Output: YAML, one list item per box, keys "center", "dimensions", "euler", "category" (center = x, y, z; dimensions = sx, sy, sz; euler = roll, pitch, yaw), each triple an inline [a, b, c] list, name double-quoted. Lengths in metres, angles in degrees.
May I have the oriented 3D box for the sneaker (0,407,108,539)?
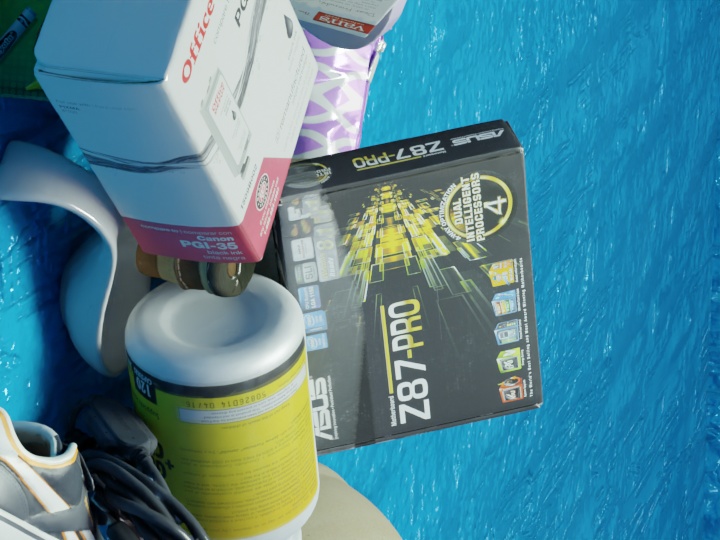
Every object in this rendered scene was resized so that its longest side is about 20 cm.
- center: [-0.186, 0.136, 1.547]
  dimensions: [0.200, 0.078, 0.079]
  euler: [53, 52, -63]
  category: "sneaker"

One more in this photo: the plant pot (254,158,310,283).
- center: [0.000, 0.000, 1.815]
  dimensions: [0.200, 0.183, 0.200]
  euler: [-8, 90, -90]
  category: "plant pot"

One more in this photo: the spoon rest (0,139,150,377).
- center: [-0.160, -0.007, 1.615]
  dimensions: [0.200, 0.061, 0.099]
  euler: [64, 36, -58]
  category: "spoon rest"

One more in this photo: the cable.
- center: [-0.128, 0.172, 1.611]
  dimensions: [0.200, 0.051, 0.163]
  euler: [40, -36, 57]
  category: "cable"

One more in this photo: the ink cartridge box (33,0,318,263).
- center: [-0.101, -0.116, 1.533]
  dimensions: [0.200, 0.083, 0.147]
  euler: [65, 36, -58]
  category: "ink cartridge box"

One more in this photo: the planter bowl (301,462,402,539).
- center: [-0.029, 0.249, 1.858]
  dimensions: [0.200, 0.135, 0.200]
  euler: [-29, 132, -37]
  category: "planter bowl"

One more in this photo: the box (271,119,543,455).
- center: [0.030, 0.012, 1.704]
  dimensions: [0.049, 0.161, 0.200]
  euler: [-112, -166, -57]
  category: "box"

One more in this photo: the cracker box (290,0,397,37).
- center: [-0.027, -0.221, 1.708]
  dimensions: [0.200, 0.134, 0.058]
  euler: [140, -37, -68]
  category: "cracker box"

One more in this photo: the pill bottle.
- center: [-0.084, 0.108, 1.682]
  dimensions: [0.112, 0.112, 0.200]
  euler: [-61, 153, -50]
  category: "pill bottle"

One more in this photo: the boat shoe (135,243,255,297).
- center: [-0.093, -0.056, 1.683]
  dimensions: [0.200, 0.074, 0.076]
  euler: [-69, 158, -57]
  category: "boat shoe"

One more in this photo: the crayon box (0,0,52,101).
- center: [-0.151, -0.161, 1.597]
  dimensions: [0.200, 0.058, 0.119]
  euler: [-11, 106, -72]
  category: "crayon box"

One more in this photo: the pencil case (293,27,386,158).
- center: [-0.030, -0.094, 1.951]
  dimensions: [0.084, 0.085, 0.200]
  euler: [37, 61, -84]
  category: "pencil case"

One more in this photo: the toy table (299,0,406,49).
- center: [0.000, -0.269, 1.869]
  dimensions: [0.117, 0.184, 0.200]
  euler: [-40, 133, -47]
  category: "toy table"
